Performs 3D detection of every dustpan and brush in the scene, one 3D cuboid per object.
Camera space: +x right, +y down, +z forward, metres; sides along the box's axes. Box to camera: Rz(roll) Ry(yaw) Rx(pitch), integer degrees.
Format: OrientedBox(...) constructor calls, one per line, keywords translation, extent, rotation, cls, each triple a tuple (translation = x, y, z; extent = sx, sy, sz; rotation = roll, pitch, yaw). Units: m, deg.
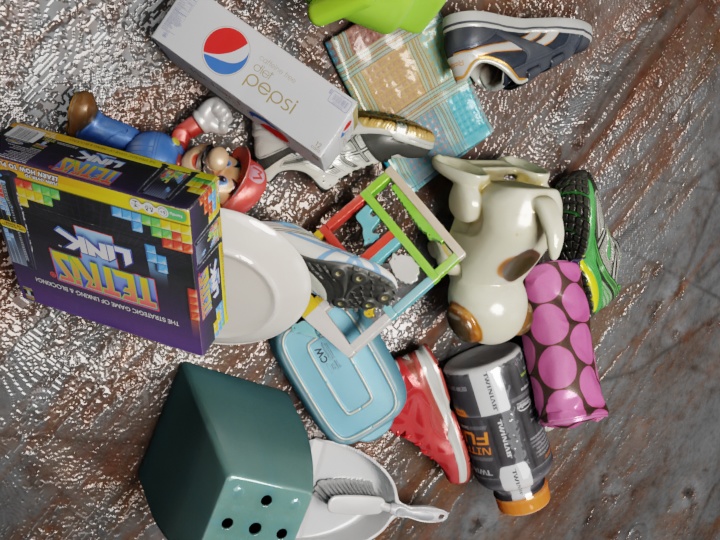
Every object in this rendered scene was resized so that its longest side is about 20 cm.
OrientedBox(translation=(0.018, 0.295, 0.874), extent=(0.197, 0.057, 0.142), rotation=(12, 97, -25), cls="dustpan and brush")

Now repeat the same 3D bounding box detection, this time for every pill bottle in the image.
OrientedBox(translation=(0.181, 0.203, 0.876), extent=(0.105, 0.106, 0.204), rotation=(-20, 96, -17), cls="pill bottle")

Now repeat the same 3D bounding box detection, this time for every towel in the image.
OrientedBox(translation=(0.062, -0.207, 0.797), extent=(0.146, 0.022, 0.202), rotation=(-35, 113, -13), cls="towel")

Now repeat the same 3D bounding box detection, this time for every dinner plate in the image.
OrientedBox(translation=(-0.148, 0.018, 0.692), extent=(0.196, 0.025, 0.202), rotation=(2, 137, 2), cls="dinner plate")

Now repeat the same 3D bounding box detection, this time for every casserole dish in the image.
OrientedBox(translation=(-0.024, 0.113, 0.795), extent=(0.120, 0.039, 0.202), rotation=(-30, 97, -1), cls="casserole dish")

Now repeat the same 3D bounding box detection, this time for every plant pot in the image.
OrientedBox(translation=(-0.133, 0.211, 0.713), extent=(0.139, 0.200, 0.144), rotation=(21, 94, -25), cls="plant pot")

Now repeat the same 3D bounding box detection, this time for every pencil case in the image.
OrientedBox(translation=(0.248, 0.089, 0.842), extent=(0.092, 0.090, 0.204), rotation=(9, 69, -35), cls="pencil case")

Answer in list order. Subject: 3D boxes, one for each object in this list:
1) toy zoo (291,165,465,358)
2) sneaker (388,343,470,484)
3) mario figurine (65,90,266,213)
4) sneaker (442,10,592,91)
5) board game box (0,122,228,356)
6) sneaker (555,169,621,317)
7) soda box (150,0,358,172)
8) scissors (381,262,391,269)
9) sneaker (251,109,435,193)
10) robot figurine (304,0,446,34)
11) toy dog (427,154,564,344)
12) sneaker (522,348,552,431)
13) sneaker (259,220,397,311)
OrientedBox(translation=(0.000, 0.000, 0.754), extent=(0.199, 0.020, 0.132), rotation=(-40, 77, 1), cls="toy zoo")
OrientedBox(translation=(0.064, 0.198, 0.878), extent=(0.114, 0.078, 0.203), rotation=(-20, 106, -2), cls="sneaker")
OrientedBox(translation=(-0.183, -0.113, 0.667), extent=(0.196, 0.106, 0.126), rotation=(13, 104, -22), cls="mario figurine")
OrientedBox(translation=(0.184, -0.250, 0.803), extent=(0.196, 0.078, 0.081), rotation=(-5, 93, -21), cls="sneaker")
OrientedBox(translation=(-0.220, -0.025, 0.608), extent=(0.196, 0.057, 0.168), rotation=(15, 130, 11), cls="board game box")
OrientedBox(translation=(0.301, -0.040, 0.918), extent=(0.084, 0.078, 0.203), rotation=(-27, 118, -25), cls="sneaker")
OrientedBox(translation=(-0.097, -0.182, 0.662), extent=(0.199, 0.068, 0.064), rotation=(36, 87, 3), cls="soda box")
OrientedBox(translation=(-0.045, 0.000, 0.806), extent=(0.197, 0.014, 0.075), rotation=(17, 93, -27), cls="scissors")
OrientedBox(translation=(-0.019, -0.128, 0.748), extent=(0.195, 0.076, 0.090), rotation=(4, 108, -4), cls="sneaker")
OrientedBox(translation=(-0.006, -0.314, 0.686), extent=(0.197, 0.115, 0.179), rotation=(18, 67, -19), cls="robot figurine")
OrientedBox(translation=(0.161, -0.014, 0.795), extent=(0.138, 0.193, 0.204), rotation=(-10, 120, -34), cls="toy dog")
OrientedBox(translation=(0.240, 0.119, 0.923), extent=(0.082, 0.081, 0.204), rotation=(8, 96, -12), cls="sneaker")
OrientedBox(translation=(-0.053, -0.014, 0.723), extent=(0.196, 0.073, 0.073), rotation=(17, 137, 3), cls="sneaker")
